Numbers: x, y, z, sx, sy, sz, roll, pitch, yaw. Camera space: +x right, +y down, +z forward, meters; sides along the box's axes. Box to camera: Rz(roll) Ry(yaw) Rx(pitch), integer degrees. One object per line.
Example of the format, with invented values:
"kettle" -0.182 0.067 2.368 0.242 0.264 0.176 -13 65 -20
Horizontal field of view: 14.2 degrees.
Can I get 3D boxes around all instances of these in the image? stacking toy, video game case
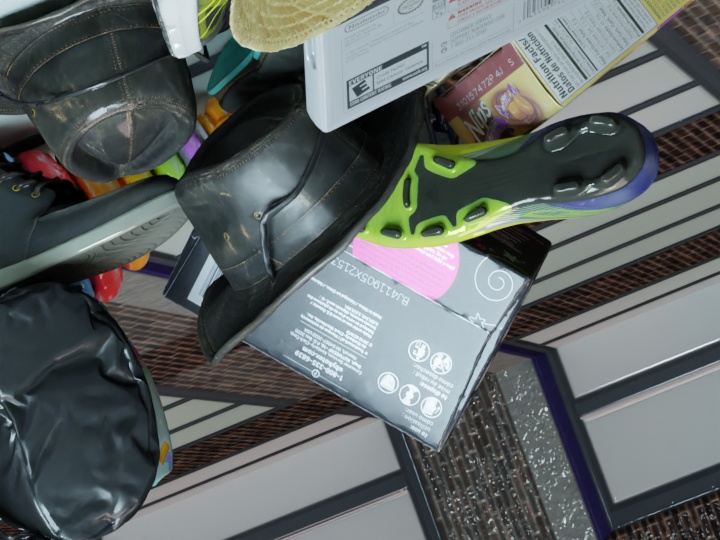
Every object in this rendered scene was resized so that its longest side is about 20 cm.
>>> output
"stacking toy" -0.131 -0.064 1.822 0.199 0.110 0.116 -33 177 -13
"video game case" 0.057 -0.175 1.474 0.199 0.023 0.182 -27 147 -17

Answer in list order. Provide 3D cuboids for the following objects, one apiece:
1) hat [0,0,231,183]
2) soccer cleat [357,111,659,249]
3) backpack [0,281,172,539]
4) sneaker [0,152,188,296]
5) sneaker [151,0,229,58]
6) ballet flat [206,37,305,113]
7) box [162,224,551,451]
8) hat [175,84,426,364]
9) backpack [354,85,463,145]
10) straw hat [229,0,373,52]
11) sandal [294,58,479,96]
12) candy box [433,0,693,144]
"hat" -0.138 -0.097 1.622 0.199 0.081 0.201 -21 171 -4
"soccer cleat" 0.081 -0.047 1.696 0.199 0.065 0.084 -11 167 19
"backpack" -0.185 0.090 1.710 0.126 0.168 0.200 -15 177 -16
"sneaker" -0.197 -0.043 1.704 0.199 0.107 0.075 -21 170 22
"sneaker" -0.070 -0.163 1.425 0.084 0.075 0.200 -20 170 -4
"ballet flat" -0.034 -0.131 1.674 0.068 0.068 0.200 24 166 -9
"box" 0.000 0.000 1.799 0.133 0.199 0.115 -62 175 17
"hat" -0.052 -0.046 1.610 0.201 0.081 0.201 -47 -165 17
"backpack" 0.003 -0.031 1.942 0.199 0.191 0.154 -22 154 8
"straw hat" -0.009 -0.201 1.311 0.201 0.085 0.201 -40 165 -12
"sandal" 0.044 -0.155 1.735 0.199 0.081 0.054 -29 -172 24
"candy box" 0.147 -0.154 1.754 0.200 0.057 0.117 -38 -178 -26
